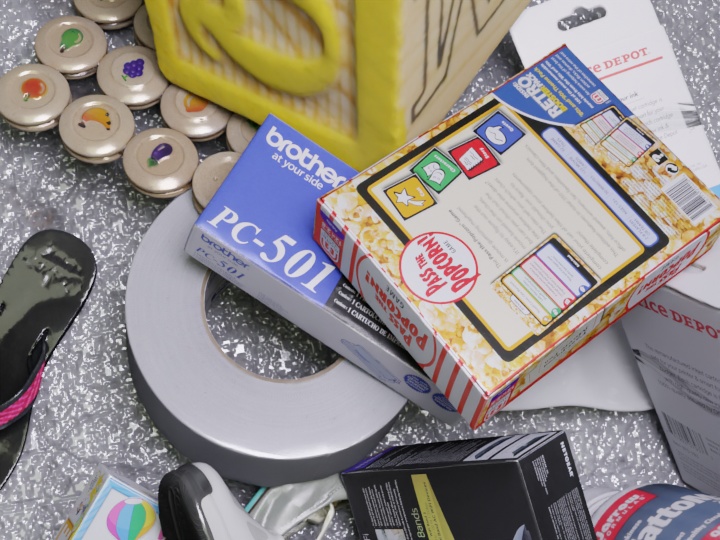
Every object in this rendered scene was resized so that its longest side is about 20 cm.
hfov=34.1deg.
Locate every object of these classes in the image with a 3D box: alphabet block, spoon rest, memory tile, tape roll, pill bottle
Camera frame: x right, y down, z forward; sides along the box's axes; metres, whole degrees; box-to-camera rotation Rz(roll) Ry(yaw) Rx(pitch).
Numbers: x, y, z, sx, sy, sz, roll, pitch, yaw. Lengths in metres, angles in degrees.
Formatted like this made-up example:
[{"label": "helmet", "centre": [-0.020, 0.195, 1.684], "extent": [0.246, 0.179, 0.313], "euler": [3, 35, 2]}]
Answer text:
[{"label": "alphabet block", "centre": [-0.007, -0.212, 0.723], "extent": [0.193, 0.198, 0.201], "euler": [25, 58, 19]}, {"label": "spoon rest", "centre": [0.157, 0.062, 0.821], "extent": [0.197, 0.061, 0.101], "euler": [-13, 109, -8]}, {"label": "memory tile", "centre": [-0.131, -0.121, 0.787], "extent": [0.198, 0.017, 0.154], "euler": [25, 59, 6]}, {"label": "tape roll", "centre": [-0.054, 0.034, 0.766], "extent": [0.197, 0.066, 0.203], "euler": [4, 65, -9]}, {"label": "pill bottle", "centre": [0.202, 0.198, 0.734], "extent": [0.118, 0.199, 0.122], "euler": [0, 90, -23]}]

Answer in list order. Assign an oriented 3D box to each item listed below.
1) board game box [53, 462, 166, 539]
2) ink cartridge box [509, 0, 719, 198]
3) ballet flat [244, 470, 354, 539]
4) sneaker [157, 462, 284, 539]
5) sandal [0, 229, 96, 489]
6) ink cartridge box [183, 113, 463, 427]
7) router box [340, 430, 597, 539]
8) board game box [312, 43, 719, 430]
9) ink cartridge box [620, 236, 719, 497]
[{"label": "board game box", "centre": [-0.107, 0.225, 0.709], "extent": [0.199, 0.034, 0.136], "euler": [35, 81, -22]}, {"label": "ink cartridge box", "centre": [0.179, -0.097, 0.849], "extent": [0.114, 0.068, 0.203], "euler": [-19, 86, -12]}, {"label": "ballet flat", "centre": [-0.081, 0.199, 0.762], "extent": [0.064, 0.067, 0.200], "euler": [44, 76, 8]}, {"label": "sneaker", "centre": [-0.036, 0.175, 0.688], "extent": [0.115, 0.075, 0.203], "euler": [-35, 114, -26]}, {"label": "sandal", "centre": [-0.238, 0.063, 0.768], "extent": [0.074, 0.045, 0.202], "euler": [25, 79, -5]}, {"label": "ink cartridge box", "centre": [0.000, 0.000, 0.721], "extent": [0.198, 0.044, 0.095], "euler": [33, 62, -3]}, {"label": "router box", "centre": [0.082, 0.208, 0.731], "extent": [0.052, 0.156, 0.203], "euler": [-20, 94, -43]}, {"label": "board game box", "centre": [0.094, -0.027, 0.685], "extent": [0.199, 0.047, 0.152], "euler": [-32, 69, -21]}, {"label": "ink cartridge box", "centre": [0.253, 0.067, 0.762], "extent": [0.083, 0.145, 0.202], "euler": [-33, 115, -13]}]
